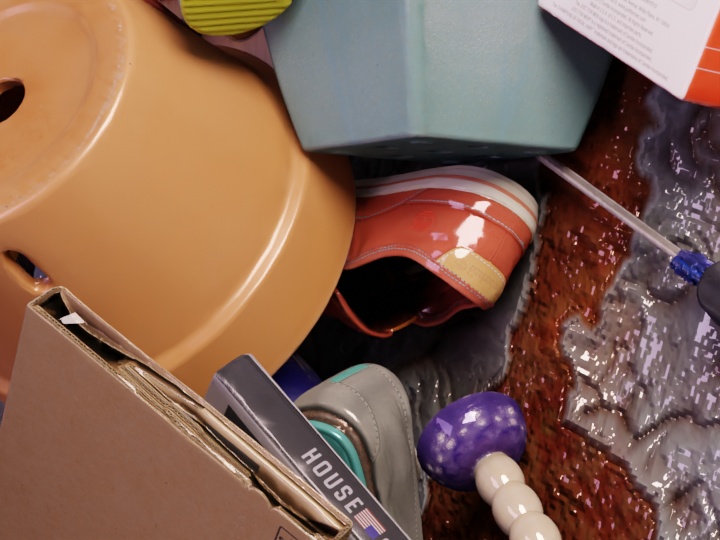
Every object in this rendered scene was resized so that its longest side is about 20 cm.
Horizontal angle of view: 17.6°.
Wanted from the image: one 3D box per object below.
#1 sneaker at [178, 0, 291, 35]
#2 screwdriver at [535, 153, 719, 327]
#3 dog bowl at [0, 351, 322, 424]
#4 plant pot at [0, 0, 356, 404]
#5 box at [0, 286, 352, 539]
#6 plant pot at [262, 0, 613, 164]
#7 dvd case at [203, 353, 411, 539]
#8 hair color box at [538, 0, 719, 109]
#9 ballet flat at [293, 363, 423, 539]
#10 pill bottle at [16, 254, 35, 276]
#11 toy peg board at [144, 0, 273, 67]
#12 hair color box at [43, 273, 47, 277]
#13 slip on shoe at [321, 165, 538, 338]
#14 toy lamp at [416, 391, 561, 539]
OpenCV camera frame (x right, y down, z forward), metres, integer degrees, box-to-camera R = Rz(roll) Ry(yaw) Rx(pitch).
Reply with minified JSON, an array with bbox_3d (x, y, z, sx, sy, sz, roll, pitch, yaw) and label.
[{"bbox_3d":[-0.051,-0.200,0.956,0.082,0.074,0.200,49,129,45],"label":"sneaker"},{"bbox_3d":[0.120,-0.008,0.951,0.029,0.028,0.200,-50,38,-4],"label":"screwdriver"},{"bbox_3d":[-0.102,0.115,1.130,0.200,0.079,0.200,0,90,26],"label":"dog bowl"},{"bbox_3d":[-0.121,-0.039,1.037,0.200,0.140,0.200,-16,52,22],"label":"plant pot"},{"bbox_3d":[-0.093,0.117,1.004,0.163,0.021,0.200,38,141,14],"label":"box"},{"bbox_3d":[0.034,-0.150,1.012,0.141,0.141,0.200,-2,86,55],"label":"plant pot"},{"bbox_3d":[-0.010,0.150,0.986,0.200,0.025,0.150,48,144,18],"label":"dvd case"},{"bbox_3d":[0.153,-0.172,0.905,0.111,0.064,0.200,44,121,51],"label":"hair color box"},{"bbox_3d":[0.010,0.135,1.049,0.067,0.064,0.200,9,119,31],"label":"ballet flat"},{"bbox_3d":[-0.228,0.001,1.223,0.200,0.112,0.113,-94,28,-61],"label":"pill bottle"},{"bbox_3d":[-0.092,-0.186,1.161,0.199,0.098,0.200,-19,59,31],"label":"toy peg board"},{"bbox_3d":[-0.105,-0.055,1.261,0.200,0.061,0.102,-53,44,34],"label":"hair color box"},{"bbox_3d":[0.000,0.000,1.080,0.200,0.074,0.061,-11,50,50],"label":"slip on shoe"},{"bbox_3d":[0.085,0.131,0.949,0.058,0.058,0.200,-62,40,28],"label":"toy lamp"}]
